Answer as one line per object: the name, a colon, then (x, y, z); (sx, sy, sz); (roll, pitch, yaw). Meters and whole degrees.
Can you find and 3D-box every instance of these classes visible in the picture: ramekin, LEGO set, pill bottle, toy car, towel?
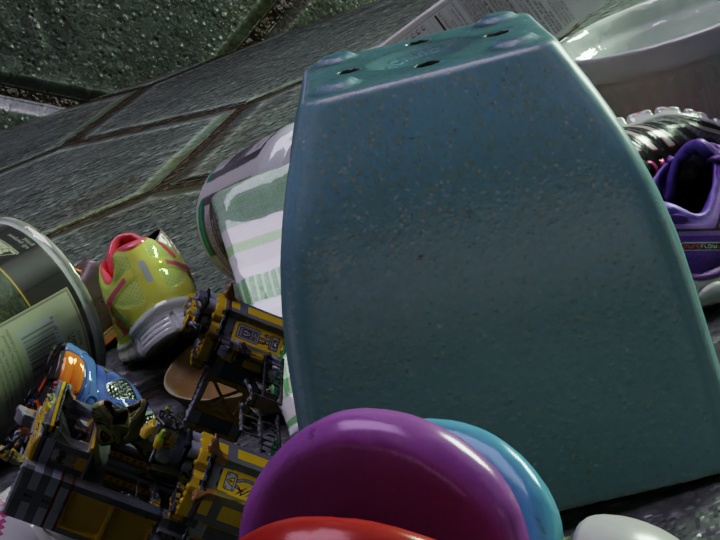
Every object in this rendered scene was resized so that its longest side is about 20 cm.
ramekin: (0.253, -0.146, 1.127); (0.199, 0.106, 0.200); (-20, 15, 5)
LEGO set: (-0.108, 0.085, 0.671); (0.200, 0.115, 0.154); (-88, 23, -58)
pill bottle: (-0.041, -0.050, 1.103); (0.113, 0.114, 0.200); (-27, 6, -24)
toy car: (0.012, 0.118, 0.450); (0.174, 0.151, 0.200); (-15, 16, 22)
towel: (0.000, 0.000, 0.903); (0.152, 0.023, 0.201); (-21, 53, 1)

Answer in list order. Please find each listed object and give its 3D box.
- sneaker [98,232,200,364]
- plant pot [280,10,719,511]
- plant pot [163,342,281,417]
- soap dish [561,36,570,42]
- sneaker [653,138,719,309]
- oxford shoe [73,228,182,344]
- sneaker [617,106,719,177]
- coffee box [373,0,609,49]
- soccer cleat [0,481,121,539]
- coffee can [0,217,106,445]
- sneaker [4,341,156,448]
sneaker: (-0.155, 0.014, 1.099); (0.078, 0.091, 0.200); (-28, 2, -15)
plant pot: (0.050, -0.011, 0.714); (0.195, 0.201, 0.196); (-14, 17, 3)
plant pot: (-0.033, 0.048, 0.983); (0.199, 0.028, 0.200); (-19, 15, 5)
soap dish: (0.122, -0.134, 1.299); (0.199, 0.082, 0.157); (-13, 17, 25)
sneaker: (0.219, -0.047, 0.875); (0.080, 0.084, 0.200); (-7, 19, 39)
oxford shoe: (-0.230, 0.032, 1.204); (0.199, 0.073, 0.071); (-30, 18, -28)
sneaker: (0.170, -0.056, 0.949); (0.199, 0.074, 0.088); (2, 34, -20)
coffee box: (0.086, -0.176, 1.162); (0.200, 0.080, 0.113); (-37, 2, 0)
soccer cleat: (-0.151, 0.126, 0.768); (0.086, 0.070, 0.200); (-37, 12, 8)
coffee can: (-0.298, 0.069, 1.028); (0.146, 0.147, 0.200); (-4, 22, 46)
sneaker: (-0.176, 0.095, 0.944); (0.076, 0.078, 0.200); (-62, 10, -9)
